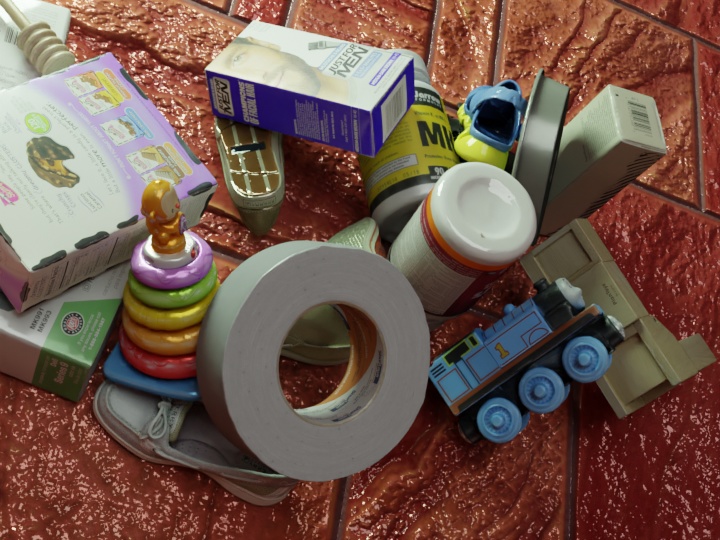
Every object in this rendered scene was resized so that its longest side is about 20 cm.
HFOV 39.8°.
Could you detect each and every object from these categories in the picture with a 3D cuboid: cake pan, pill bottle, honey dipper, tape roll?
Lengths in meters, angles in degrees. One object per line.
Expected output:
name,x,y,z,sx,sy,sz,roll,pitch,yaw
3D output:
cake pan,0.191,-0.115,1.078,0.036,0.201,0.201,12,54,11
pill bottle,0.050,-0.142,1.130,0.113,0.114,0.201,-1,63,-25
pill bottle,0.090,-0.016,1.020,0.109,0.200,0.110,8,61,-16
honey dipper,-0.349,-0.267,0.960,0.038,0.038,0.200,-34,79,-35
tape roll,-0.038,0.076,0.858,0.199,0.066,0.202,-3,96,-29

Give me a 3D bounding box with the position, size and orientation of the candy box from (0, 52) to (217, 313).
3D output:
candy box,-0.258,-0.083,0.873,0.199,0.072,0.168,-31,77,-39

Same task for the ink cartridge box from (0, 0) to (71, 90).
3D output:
ink cartridge box,-0.375,-0.176,0.969,0.145,0.085,0.201,13,56,-18

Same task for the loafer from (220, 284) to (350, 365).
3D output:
loafer,-0.063,0.048,0.998,0.198,0.068,0.076,4,61,-23

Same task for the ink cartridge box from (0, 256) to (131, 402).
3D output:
ink cartridge box,-0.313,0.006,0.893,0.199,0.088,0.146,24,55,-9

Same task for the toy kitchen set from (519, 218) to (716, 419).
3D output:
toy kitchen set,0.262,0.070,1.131,0.180,0.163,0.201,-5,61,-58

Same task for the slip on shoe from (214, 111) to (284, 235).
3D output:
slip on shoe,-0.115,-0.124,1.080,0.075,0.061,0.201,-10,47,-7

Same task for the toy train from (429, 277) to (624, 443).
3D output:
toy train,0.168,0.092,1.016,0.115,0.200,0.087,55,13,11

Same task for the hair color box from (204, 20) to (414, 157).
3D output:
hair color box,-0.053,-0.198,1.062,0.199,0.065,0.110,16,48,21

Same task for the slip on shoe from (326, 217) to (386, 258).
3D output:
slip on shoe,0.000,0.000,1.016,0.061,0.074,0.200,57,5,-22

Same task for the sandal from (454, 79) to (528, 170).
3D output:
sandal,0.159,-0.180,1.141,0.079,0.087,0.200,25,24,-7

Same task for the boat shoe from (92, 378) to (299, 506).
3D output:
boat shoe,-0.145,0.148,0.904,0.201,0.065,0.075,31,54,-7

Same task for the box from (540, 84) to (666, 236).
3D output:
box,0.263,-0.122,1.164,0.068,0.200,0.083,10,60,-23

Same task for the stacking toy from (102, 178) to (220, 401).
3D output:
stacking toy,-0.162,0.005,0.856,0.109,0.201,0.116,12,41,10

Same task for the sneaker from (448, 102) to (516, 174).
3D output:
sneaker,0.132,-0.110,1.188,0.104,0.060,0.201,28,50,-8
